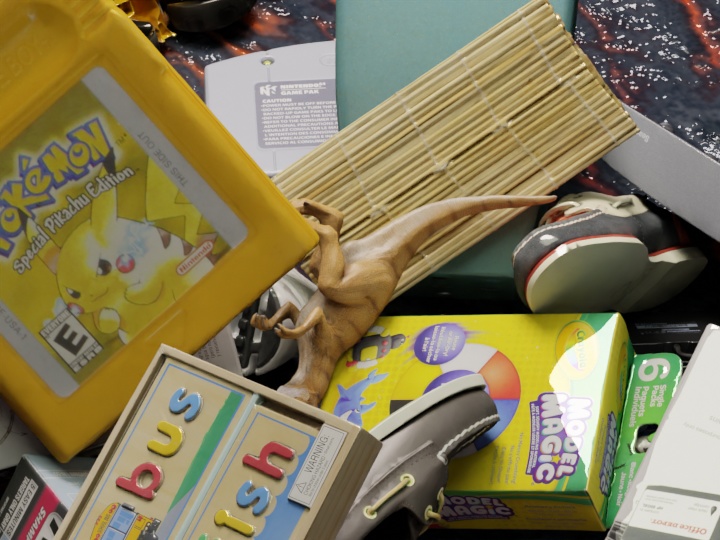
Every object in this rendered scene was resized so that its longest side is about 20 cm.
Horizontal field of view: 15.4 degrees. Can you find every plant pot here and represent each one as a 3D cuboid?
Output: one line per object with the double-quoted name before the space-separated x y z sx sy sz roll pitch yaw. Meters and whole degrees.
"plant pot" 0.055 -0.088 1.558 0.141 0.141 0.200 2 81 4

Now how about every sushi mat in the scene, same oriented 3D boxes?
"sushi mat" 0.047 -0.061 1.485 0.200 0.096 0.012 -34 2 6

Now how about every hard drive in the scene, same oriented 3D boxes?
"hard drive" 0.235 -0.024 1.542 0.200 0.135 0.042 36 96 34

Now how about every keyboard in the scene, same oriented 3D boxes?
"keyboard" 0.177 0.046 1.508 0.200 0.021 0.127 -3 13 -1

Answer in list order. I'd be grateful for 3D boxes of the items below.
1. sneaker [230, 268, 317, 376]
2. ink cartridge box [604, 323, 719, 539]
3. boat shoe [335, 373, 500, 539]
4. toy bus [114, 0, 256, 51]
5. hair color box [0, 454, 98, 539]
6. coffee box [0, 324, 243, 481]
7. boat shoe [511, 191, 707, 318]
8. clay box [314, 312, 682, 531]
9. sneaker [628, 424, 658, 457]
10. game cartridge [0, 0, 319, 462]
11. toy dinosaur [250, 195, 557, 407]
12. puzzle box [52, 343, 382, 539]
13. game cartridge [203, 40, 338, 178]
"sneaker" -0.092 0.007 1.557 0.200 0.075 0.081 28 21 37
"ink cartridge box" 0.170 0.151 1.290 0.084 0.145 0.200 21 72 22
"boat shoe" 0.003 0.120 1.338 0.201 0.072 0.061 -32 76 -35
"toy bus" -0.183 -0.226 1.765 0.200 0.136 0.192 -37 41 -29
"hair color box" -0.118 0.190 1.322 0.061 0.099 0.200 7 29 -47
"coffee box" -0.164 0.063 1.424 0.200 0.114 0.080 -15 84 -4
"boat shoe" 0.133 -0.014 1.506 0.063 0.071 0.200 54 25 17
"clay box" 0.067 0.081 1.433 0.200 0.048 0.115 -2 54 22
"sneaker" 0.247 0.106 1.431 0.200 0.079 0.089 17 49 19
"game cartridge" -0.150 -0.032 1.334 0.176 0.200 0.032 -41 7 4
"toy dinosaur" 0.000 0.000 1.462 0.106 0.060 0.200 42 77 -8
"puzzle box" -0.089 0.143 1.258 0.133 0.025 0.200 20 76 35
"game cartridge" 0.002 -0.094 1.679 0.200 0.041 0.133 -3 47 -2
